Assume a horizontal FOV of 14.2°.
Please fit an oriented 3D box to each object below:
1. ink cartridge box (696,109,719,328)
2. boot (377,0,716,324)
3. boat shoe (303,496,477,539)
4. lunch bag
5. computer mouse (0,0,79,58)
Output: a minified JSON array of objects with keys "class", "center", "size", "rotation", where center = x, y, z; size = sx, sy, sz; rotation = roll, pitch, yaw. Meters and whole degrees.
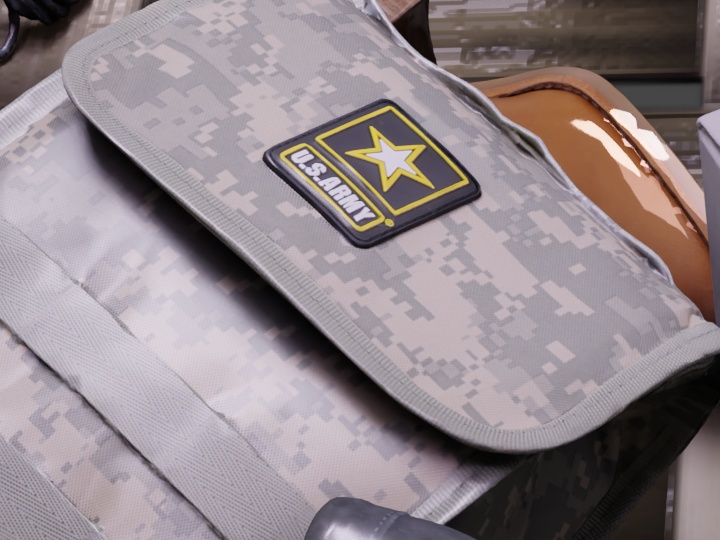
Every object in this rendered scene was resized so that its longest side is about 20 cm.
[{"class":"ink cartridge box","center":[0.191,0.000,0.721],"size":[0.199,0.145,0.084],"rotation":[-22,46,-9]},{"class":"boot","center":[0.000,0.000,0.813],"size":[0.200,0.077,0.155],"rotation":[38,71,25]},{"class":"boat shoe","center":[-0.009,0.135,0.618],"size":[0.056,0.201,0.069],"rotation":[27,27,16]},{"class":"lunch bag","center":[-0.029,0.030,0.700],"size":[0.200,0.118,0.164],"rotation":[-44,66,-9]},{"class":"computer mouse","center":[-0.178,-0.070,0.893],"size":[0.138,0.053,0.200],"rotation":[34,61,-8]}]
